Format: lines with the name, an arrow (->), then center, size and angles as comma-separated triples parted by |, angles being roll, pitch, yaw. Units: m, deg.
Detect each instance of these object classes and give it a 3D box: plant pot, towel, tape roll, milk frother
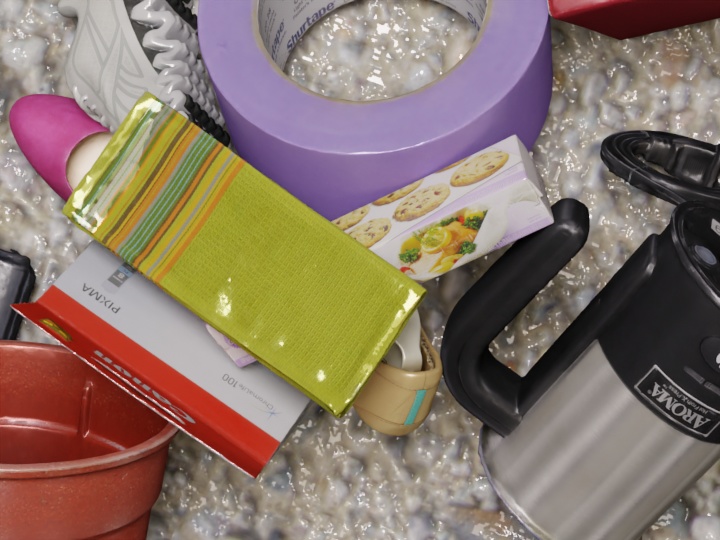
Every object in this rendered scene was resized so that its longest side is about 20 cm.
plant pot -> -0.206, 0.164, 1.012 | 0.200, 0.201, 0.196 | 6, 106, 2
towel -> -0.066, -0.010, 0.965 | 0.200, 0.018, 0.086 | 35, 97, 17
tape roll -> 0.011, -0.131, 1.027 | 0.199, 0.085, 0.201 | -3, 61, 6
milk frother -> 0.162, 0.033, 1.046 | 0.180, 0.200, 0.188 | 44, 120, 8

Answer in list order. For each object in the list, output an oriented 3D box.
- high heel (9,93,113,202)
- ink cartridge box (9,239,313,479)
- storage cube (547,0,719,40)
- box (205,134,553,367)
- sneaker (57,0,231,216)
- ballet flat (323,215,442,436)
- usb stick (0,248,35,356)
high heel -> -0.133, -0.044, 1.063 | 0.200, 0.096, 0.067 | 41, 90, 2
ink cartridge box -> -0.102, 0.043, 1.008 | 0.160, 0.200, 0.047 | 35, 93, 1
storage cube -> 0.198, -0.234, 0.999 | 0.179, 0.200, 0.172 | -11, 89, 20
box -> 0.008, -0.009, 0.977 | 0.200, 0.042, 0.039 | -24, 129, 15
sneaker -> -0.129, -0.102, 1.057 | 0.081, 0.075, 0.200 | -22, 59, 10
ballet flat -> 0.000, 0.000, 1.041 | 0.068, 0.063, 0.200 | -9, 58, -30
usb stick -> -0.254, 0.079, 1.096 | 0.055, 0.033, 0.201 | 19, 90, 1
